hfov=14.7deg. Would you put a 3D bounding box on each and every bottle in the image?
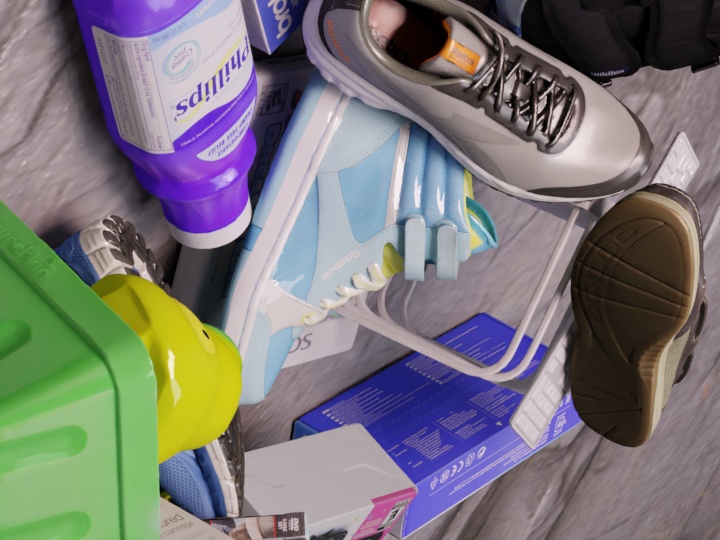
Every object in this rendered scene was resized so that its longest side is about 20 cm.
[{"bbox_3d":[-0.093,-0.094,1.425,0.084,0.065,0.200,-46,147,-29],"label":"bottle"}]

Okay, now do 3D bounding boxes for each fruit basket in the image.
[{"bbox_3d":[-0.140,0.042,1.322,0.216,0.215,0.156,-36,141,-38],"label":"fruit basket"}]

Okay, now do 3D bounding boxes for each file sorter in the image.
[{"bbox_3d":[0.072,-0.005,1.645,0.125,0.139,0.200,-65,162,1],"label":"file sorter"}]

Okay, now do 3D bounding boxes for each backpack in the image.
[{"bbox_3d":[0.136,-0.173,1.465,0.200,0.163,0.154,-24,106,-78],"label":"backpack"}]

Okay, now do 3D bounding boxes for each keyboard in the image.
[{"bbox_3d":[0.144,0.012,1.629,0.200,0.011,0.056,-59,162,-8],"label":"keyboard"}]

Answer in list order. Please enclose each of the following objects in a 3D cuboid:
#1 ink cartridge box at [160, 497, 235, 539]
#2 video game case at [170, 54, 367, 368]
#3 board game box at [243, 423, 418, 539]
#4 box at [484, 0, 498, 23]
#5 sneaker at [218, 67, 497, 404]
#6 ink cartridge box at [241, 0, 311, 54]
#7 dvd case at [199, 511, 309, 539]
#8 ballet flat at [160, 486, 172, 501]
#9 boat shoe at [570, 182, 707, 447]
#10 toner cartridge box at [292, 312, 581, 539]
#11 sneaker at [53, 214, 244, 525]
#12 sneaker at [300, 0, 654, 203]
[{"bbox_3d":[-0.181,0.143,1.344,0.148,0.200,0.086,-22,131,-50],"label":"ink cartridge box"},{"bbox_3d":[-0.038,-0.032,1.608,0.182,0.024,0.200,-14,125,-54],"label":"video game case"},{"bbox_3d":[-0.074,0.189,1.633,0.147,0.064,0.200,-10,142,-55],"label":"board game box"},{"bbox_3d":[0.126,-0.179,1.653,0.032,0.121,0.200,14,104,-28],"label":"box"},{"bbox_3d":[0.000,0.000,1.523,0.080,0.130,0.200,-73,-176,-74],"label":"sneaker"},{"bbox_3d":[-0.050,-0.214,1.417,0.094,0.044,0.200,-46,147,-24],"label":"ink cartridge box"},{"bbox_3d":[-0.122,0.191,1.517,0.022,0.200,0.146,-95,180,-45],"label":"dvd case"},{"bbox_3d":[-0.142,0.114,1.531,0.067,0.067,0.200,-41,163,28],"label":"ballet flat"},{"bbox_3d":[0.162,0.016,1.586,0.066,0.072,0.201,-52,157,-37],"label":"boat shoe"},{"bbox_3d":[0.054,0.097,1.787,0.200,0.095,0.043,-27,136,-45],"label":"toner cartridge box"},{"bbox_3d":[-0.123,0.065,1.471,0.079,0.089,0.200,-92,157,-59],"label":"sneaker"},{"bbox_3d":[0.065,-0.094,1.455,0.074,0.200,0.079,-67,-168,-11],"label":"sneaker"}]
